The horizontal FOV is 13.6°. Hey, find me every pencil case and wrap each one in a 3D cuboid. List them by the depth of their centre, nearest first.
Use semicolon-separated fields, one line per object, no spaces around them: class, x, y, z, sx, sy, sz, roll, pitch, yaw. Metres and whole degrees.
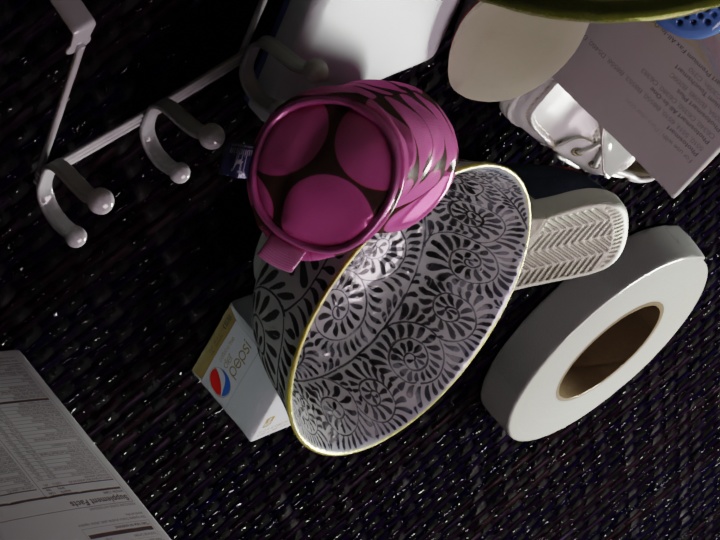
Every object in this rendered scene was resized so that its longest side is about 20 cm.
pencil case;-0.005;-0.051;1.563;0.200;0.090;0.094;-18;129;-77

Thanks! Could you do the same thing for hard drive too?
hard drive;0.020;-0.171;1.586;0.132;0.025;0.200;-25;154;-37

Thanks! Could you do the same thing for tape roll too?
tape roll;0.179;0.049;2.288;0.202;0.037;0.203;-34;158;-16

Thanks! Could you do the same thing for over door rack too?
over door rack;-0.088;-0.099;1.482;0.147;0.067;0.200;-33;158;-23

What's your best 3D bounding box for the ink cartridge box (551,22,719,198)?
ink cartridge box;0.201;-0.151;1.744;0.200;0.125;0.129;-48;176;33

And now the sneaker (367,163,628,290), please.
sneaker;0.065;-0.027;1.900;0.199;0.085;0.075;-5;121;-21

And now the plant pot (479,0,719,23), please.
plant pot;0.112;-0.245;1.384;0.200;0.200;0.191;-27;136;-33

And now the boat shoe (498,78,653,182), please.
boat shoe;0.151;-0.095;1.905;0.071;0.069;0.200;-45;159;14

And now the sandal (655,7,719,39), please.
sandal;0.177;-0.215;1.598;0.087;0.079;0.201;-68;159;-63

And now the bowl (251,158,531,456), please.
bowl;0.000;0.000;1.771;0.200;0.094;0.201;-36;147;-28

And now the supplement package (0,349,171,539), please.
supplement package;-0.210;0.168;1.608;0.152;0.200;0.150;-51;158;23

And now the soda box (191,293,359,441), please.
soda box;-0.008;0.037;1.899;0.200;0.064;0.068;-21;151;-44

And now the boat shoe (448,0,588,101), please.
boat shoe;0.096;-0.175;1.655;0.071;0.063;0.200;5;139;-17
